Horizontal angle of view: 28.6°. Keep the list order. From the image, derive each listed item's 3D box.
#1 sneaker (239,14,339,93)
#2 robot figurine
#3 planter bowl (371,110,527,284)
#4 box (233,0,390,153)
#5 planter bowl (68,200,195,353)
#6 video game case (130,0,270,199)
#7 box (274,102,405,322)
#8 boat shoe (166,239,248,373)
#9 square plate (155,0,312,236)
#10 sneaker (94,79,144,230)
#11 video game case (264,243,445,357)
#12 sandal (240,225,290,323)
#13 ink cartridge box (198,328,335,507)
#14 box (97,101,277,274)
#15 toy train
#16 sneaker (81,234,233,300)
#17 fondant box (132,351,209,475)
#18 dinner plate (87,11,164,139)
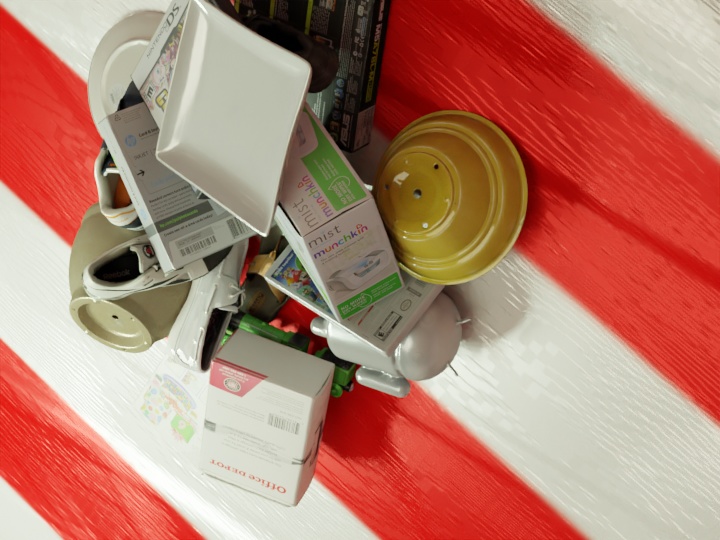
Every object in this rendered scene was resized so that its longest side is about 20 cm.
[{"bbox_3d":[-0.123,-0.264,1.613,0.199,0.091,0.076,13,81,24],"label":"sneaker"},{"bbox_3d":[0.038,0.066,1.709,0.199,0.113,0.170,16,109,28],"label":"robot figurine"},{"bbox_3d":[0.080,-0.085,1.588,0.200,0.083,0.201,-1,88,30],"label":"planter bowl"},{"bbox_3d":[-0.066,-0.262,1.673,0.193,0.047,0.201,24,123,26],"label":"box"},{"bbox_3d":[-0.300,0.022,1.852,0.199,0.135,0.201,16,146,11],"label":"planter bowl"},{"bbox_3d":[-0.181,-0.215,1.606,0.181,0.025,0.200,-52,56,36],"label":"video game case"},{"bbox_3d":[-0.050,-0.073,1.617,0.200,0.096,0.177,57,173,37],"label":"box"},{"bbox_3d":[-0.182,0.036,1.808,0.068,0.072,0.201,27,90,30],"label":"boat shoe"},{"bbox_3d":[-0.135,-0.169,1.522,0.198,0.028,0.201,35,121,34],"label":"square plate"},{"bbox_3d":[-0.279,-0.152,1.751,0.078,0.079,0.201,5,87,19],"label":"sneaker"},{"bbox_3d":[0.000,0.000,1.681,0.200,0.143,0.018,31,165,31],"label":"video game case"},{"bbox_3d":[-0.122,0.007,1.827,0.082,0.055,0.200,43,128,10],"label":"sandal"},{"bbox_3d":[-0.123,0.193,1.832,0.145,0.085,0.201,20,126,11],"label":"ink cartridge box"},{"bbox_3d":[-0.208,-0.117,1.718,0.041,0.156,0.201,-18,97,60],"label":"box"},{"bbox_3d":[-0.096,0.104,1.844,0.199,0.042,0.057,23,127,12],"label":"toy train"},{"bbox_3d":[-0.246,-0.015,1.737,0.089,0.199,0.074,136,110,-79],"label":"sneaker"},{"bbox_3d":[-0.215,0.170,1.963,0.144,0.058,0.200,44,127,9],"label":"fondant box"},{"bbox_3d":[-0.276,-0.231,1.812,0.199,0.024,0.201,4,99,29],"label":"dinner plate"}]
